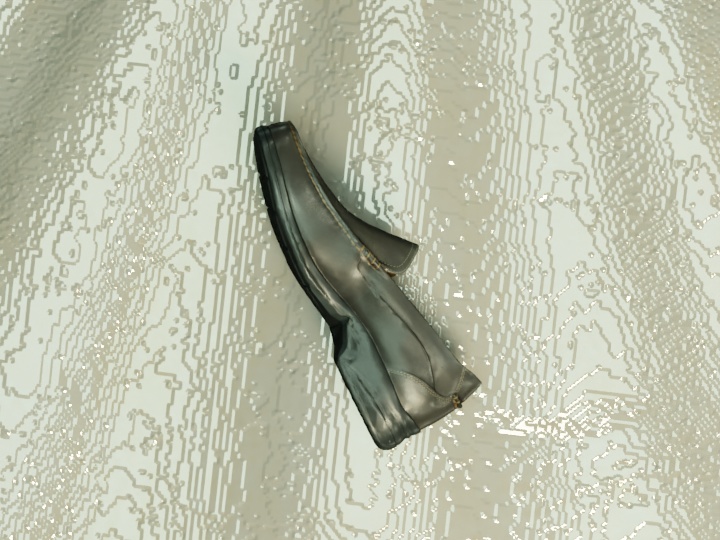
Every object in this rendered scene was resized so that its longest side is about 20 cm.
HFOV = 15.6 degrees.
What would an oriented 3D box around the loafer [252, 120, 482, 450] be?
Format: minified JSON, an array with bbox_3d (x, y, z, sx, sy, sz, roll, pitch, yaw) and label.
[{"bbox_3d":[0.000,0.000,1.510,0.072,0.073,0.200,-25,100,-2],"label":"loafer"}]
